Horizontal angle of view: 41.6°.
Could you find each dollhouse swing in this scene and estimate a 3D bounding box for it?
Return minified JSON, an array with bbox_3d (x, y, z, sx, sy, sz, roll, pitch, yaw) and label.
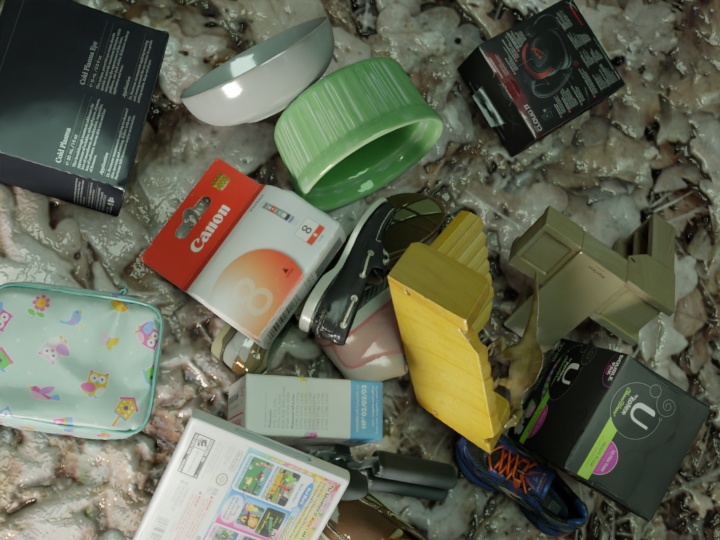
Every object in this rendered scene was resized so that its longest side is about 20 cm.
[{"bbox_3d":[0.142,0.058,1.105,0.175,0.181,0.202,-33,129,-25],"label":"dollhouse swing"}]

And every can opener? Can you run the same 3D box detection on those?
[{"bbox_3d":[0.024,0.244,1.102,0.197,0.053,0.067,13,44,-29],"label":"can opener"}]

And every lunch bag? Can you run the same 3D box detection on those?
[{"bbox_3d":[-0.312,0.095,1.031,0.197,0.077,0.163,10,73,-16],"label":"lunch bag"}]

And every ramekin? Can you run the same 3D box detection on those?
[{"bbox_3d":[-0.008,-0.164,1.137,0.198,0.200,0.099,-25,78,-22],"label":"ramekin"}]

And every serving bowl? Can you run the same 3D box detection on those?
[{"bbox_3d":[-0.112,-0.225,1.124,0.199,0.199,0.066,-36,111,-22],"label":"serving bowl"}]

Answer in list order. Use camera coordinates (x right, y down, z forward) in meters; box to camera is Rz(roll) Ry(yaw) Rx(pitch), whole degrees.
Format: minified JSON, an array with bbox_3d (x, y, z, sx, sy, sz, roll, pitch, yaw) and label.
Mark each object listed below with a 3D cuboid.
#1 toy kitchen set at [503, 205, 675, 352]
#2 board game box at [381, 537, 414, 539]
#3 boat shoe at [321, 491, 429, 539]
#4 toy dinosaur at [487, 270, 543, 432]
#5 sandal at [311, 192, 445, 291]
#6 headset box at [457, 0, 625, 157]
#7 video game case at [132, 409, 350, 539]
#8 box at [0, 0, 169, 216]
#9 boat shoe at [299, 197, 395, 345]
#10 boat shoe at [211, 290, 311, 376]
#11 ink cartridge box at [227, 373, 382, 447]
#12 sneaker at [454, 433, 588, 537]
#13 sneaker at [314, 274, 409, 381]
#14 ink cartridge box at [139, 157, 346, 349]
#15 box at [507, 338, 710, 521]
[{"bbox_3d":[0.285,-0.007,1.256,0.199,0.163,0.181,33,41,-9],"label":"toy kitchen set"},{"bbox_3d":[0.117,0.427,0.994,0.197,0.200,0.203,9,102,-16],"label":"board game box"},{"bbox_3d":[0.026,0.304,1.095,0.201,0.075,0.075,34,69,-8],"label":"boat shoe"},{"bbox_3d":[0.202,0.110,1.186,0.057,0.101,0.203,19,75,-17],"label":"toy dinosaur"},{"bbox_3d":[0.019,-0.023,1.185,0.200,0.054,0.080,-42,68,-7],"label":"sandal"},{"bbox_3d":[0.241,-0.263,1.306,0.199,0.075,0.150,-32,88,-23],"label":"headset box"},{"bbox_3d":[-0.133,0.263,1.016,0.180,0.024,0.202,24,110,-12],"label":"video game case"},{"bbox_3d":[-0.333,-0.192,1.078,0.180,0.104,0.203,17,72,-15],"label":"box"},{"bbox_3d":[0.000,0.000,1.100,0.060,0.074,0.201,26,55,10],"label":"boat shoe"},{"bbox_3d":[-0.086,0.040,1.117,0.068,0.075,0.201,35,78,15],"label":"boat shoe"},{"bbox_3d":[-0.085,0.159,1.071,0.197,0.115,0.069,5,74,-18],"label":"ink cartridge box"},{"bbox_3d":[0.203,0.253,1.166,0.199,0.078,0.076,34,68,-8],"label":"sneaker"},{"bbox_3d":[0.043,0.067,1.164,0.199,0.075,0.106,-36,101,-27],"label":"sneaker"},{"bbox_3d":[-0.139,-0.032,1.086,0.199,0.050,0.163,33,77,15],"label":"ink cartridge box"},{"bbox_3d":[0.288,0.181,1.130,0.123,0.200,0.150,31,86,-9],"label":"box"}]
